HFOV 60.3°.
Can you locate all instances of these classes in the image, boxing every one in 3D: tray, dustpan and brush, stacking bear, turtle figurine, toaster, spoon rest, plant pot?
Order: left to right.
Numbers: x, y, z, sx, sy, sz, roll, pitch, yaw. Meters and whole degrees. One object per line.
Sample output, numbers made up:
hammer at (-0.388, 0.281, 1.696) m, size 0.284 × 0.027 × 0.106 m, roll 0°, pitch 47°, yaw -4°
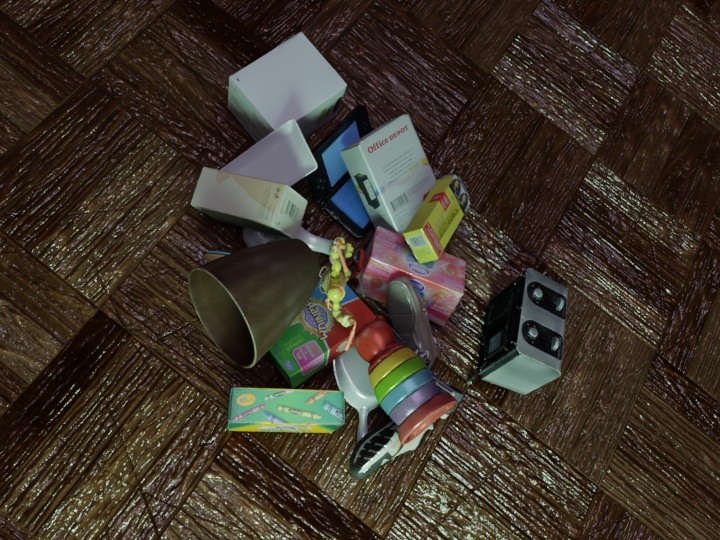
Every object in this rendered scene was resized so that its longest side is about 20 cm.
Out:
plant pot at (-0.167, 0.033, 1.087) m, size 0.198 × 0.187 × 0.188 m, roll -35°, pitch 81°, yaw -34°
tray at (-0.180, -0.198, 1.219) m, size 0.197 × 0.022 × 0.110 m, roll -29°, pitch 86°, yaw 20°
spoon rest at (-0.137, -0.064, 1.225) m, size 0.194 × 0.061 × 0.103 m, roll 15°, pitch 91°, yaw -1°
turtle figurine at (-0.042, 0.025, 1.105) m, size 0.062 × 0.162 × 0.206 m, roll -6°, pitch 112°, yaw 4°
dustpan and brush at (0.010, 0.233, 1.166) m, size 0.135 × 0.057 × 0.206 m, roll 9°, pitch 62°, yaw -20°
stacking bear at (0.061, 0.177, 1.074) m, size 0.120 × 0.114 × 0.202 m, roll -36°, pitch 69°, yaw 1°
toaster at (0.311, 0.128, 1.209) m, size 0.116 × 0.201 × 0.185 m, roll 22°, pitch 59°, yaw -7°

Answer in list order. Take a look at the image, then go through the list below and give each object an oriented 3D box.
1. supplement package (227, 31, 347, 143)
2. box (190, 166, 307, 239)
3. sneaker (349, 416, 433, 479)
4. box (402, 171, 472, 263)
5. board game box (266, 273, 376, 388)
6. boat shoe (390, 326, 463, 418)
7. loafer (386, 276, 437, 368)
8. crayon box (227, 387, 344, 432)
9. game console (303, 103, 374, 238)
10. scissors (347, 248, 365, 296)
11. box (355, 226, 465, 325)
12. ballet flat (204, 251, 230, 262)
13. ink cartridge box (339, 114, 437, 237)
supplement package at (-0.154, -0.364, 1.298) m, size 0.199 × 0.111 × 0.156 m, roll -40°, pitch 83°, yaw -22°
box at (-0.208, -0.125, 1.155) m, size 0.195 × 0.095 × 0.080 m, roll 15°, pitch 82°, yaw 24°
sneaker at (0.063, 0.313, 1.128) m, size 0.198 × 0.073 × 0.082 m, roll -38°, pitch 111°, yaw -25°
box at (0.153, -0.106, 1.211) m, size 0.076 × 0.049 × 0.201 m, roll 57°, pitch 45°, yaw -22°
board game box at (-0.089, 0.102, 1.156) m, size 0.197 × 0.041 × 0.153 m, roll -32°, pitch 56°, yaw -22°
boat shoe at (0.113, 0.175, 1.149) m, size 0.063 × 0.072 × 0.201 m, roll -43°, pitch 79°, yaw 18°
loafer at (0.102, 0.099, 1.192) m, size 0.062 × 0.070 × 0.206 m, roll -34°, pitch 117°, yaw -41°
crayon box at (-0.132, 0.245, 1.083) m, size 0.193 × 0.119 × 0.060 m, roll 4°, pitch 69°, yaw -12°
game console at (-0.001, -0.206, 1.278) m, size 0.117 × 0.175 × 0.201 m, roll 25°, pitch 61°, yaw 32°
scissors at (0.000, 0.000, 1.167) m, size 0.014 × 0.200 × 0.075 m, roll 22°, pitch 93°, yaw -10°
box at (0.100, 0.011, 1.220) m, size 0.195 × 0.104 × 0.096 m, roll 21°, pitch 43°, yaw -7°
ballet flat at (-0.201, 0.003, 1.183) m, size 0.193 × 0.069 × 0.065 m, roll 5°, pitch 83°, yaw -11°
ink cartridge box at (0.068, -0.189, 1.262) m, size 0.144 × 0.082 × 0.204 m, roll -34°, pitch 107°, yaw -26°
